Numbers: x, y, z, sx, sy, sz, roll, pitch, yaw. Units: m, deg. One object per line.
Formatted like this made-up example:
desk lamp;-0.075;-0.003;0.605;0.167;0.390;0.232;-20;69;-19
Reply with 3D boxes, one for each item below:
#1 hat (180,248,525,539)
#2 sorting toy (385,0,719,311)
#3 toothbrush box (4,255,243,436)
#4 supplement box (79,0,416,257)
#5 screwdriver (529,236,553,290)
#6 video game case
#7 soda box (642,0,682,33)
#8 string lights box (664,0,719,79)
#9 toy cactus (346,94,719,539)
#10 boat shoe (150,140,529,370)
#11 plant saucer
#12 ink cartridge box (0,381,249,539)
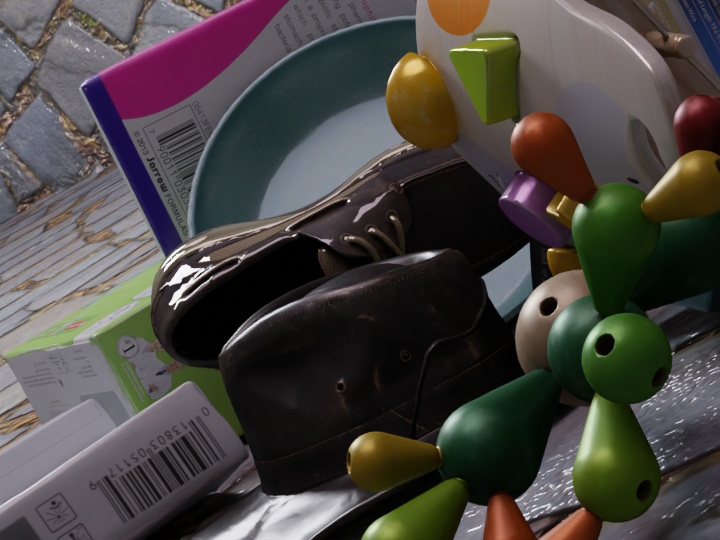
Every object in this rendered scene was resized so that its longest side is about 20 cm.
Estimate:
hat;-0.001;0.040;0.981;0.200;0.081;0.201;-29;10;5
sorting toy;0.108;-0.046;0.882;0.107;0.200;0.180;-49;22;-2
toothbrush box;-0.065;0.025;1.264;0.200;0.086;0.145;-34;10;-26
supplement box;-0.036;-0.097;1.265;0.199;0.101;0.103;-27;7;-5
screwdriver;0.081;-0.063;1.014;0.028;0.201;0.029;-20;39;-19
video game case;-0.219;0.146;1.096;0.200;0.024;0.182;-33;-8;-41
soda box;0.101;-0.103;1.066;0.064;0.200;0.068;-26;10;20
string lights box;0.230;-0.129;1.121;0.200;0.103;0.059;-29;8;6
toy cactus;0.065;0.022;0.771;0.200;0.102;0.165;-57;0;2
boat shoe;0.000;0.000;1.074;0.199;0.075;0.073;-24;21;11
plant saucer;0.017;-0.032;1.165;0.200;0.200;0.036;-30;-33;-3
ink cartridge box;-0.145;0.134;1.107;0.162;0.057;0.200;-34;-11;-23
